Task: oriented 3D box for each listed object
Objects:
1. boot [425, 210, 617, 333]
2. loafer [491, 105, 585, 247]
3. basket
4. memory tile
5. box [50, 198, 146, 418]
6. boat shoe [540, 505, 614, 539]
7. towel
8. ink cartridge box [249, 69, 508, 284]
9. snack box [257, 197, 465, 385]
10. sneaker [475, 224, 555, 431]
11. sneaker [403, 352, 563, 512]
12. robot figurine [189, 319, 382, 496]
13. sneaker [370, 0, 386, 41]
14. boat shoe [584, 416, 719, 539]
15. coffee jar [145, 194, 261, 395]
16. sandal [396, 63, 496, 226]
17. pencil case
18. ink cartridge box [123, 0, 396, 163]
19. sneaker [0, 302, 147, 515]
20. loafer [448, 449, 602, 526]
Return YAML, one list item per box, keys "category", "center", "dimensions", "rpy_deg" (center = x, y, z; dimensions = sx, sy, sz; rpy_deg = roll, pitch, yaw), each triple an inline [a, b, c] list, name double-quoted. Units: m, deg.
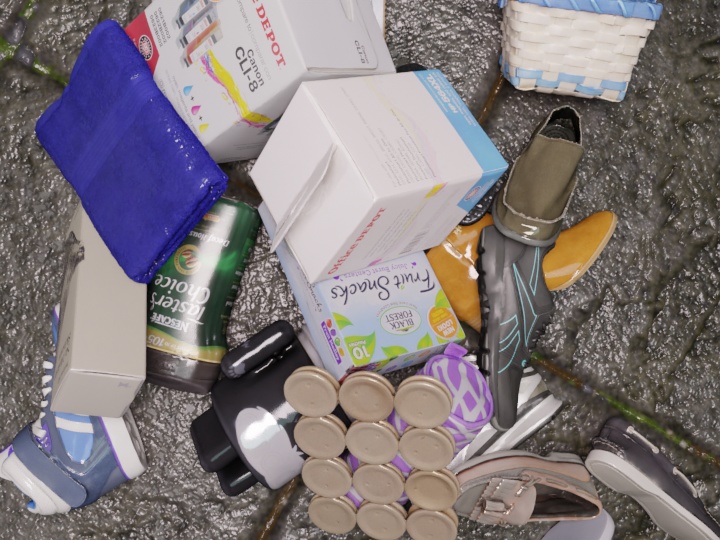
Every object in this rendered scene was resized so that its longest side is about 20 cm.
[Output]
- category: "boot"
  center: [0.163, -0.030, 0.804]
  dimensions: [0.144, 0.071, 0.201]
  rpy_deg: [44, 90, -2]
- category: "loafer"
  center: [0.183, -0.103, 0.760]
  dimensions: [0.074, 0.070, 0.201]
  rpy_deg: [17, 46, 9]
- category: "basket"
  center: [0.222, -0.287, 0.775]
  dimensions: [0.173, 0.140, 0.203]
  rpy_deg: [9, 117, -3]
- category: "memory tile"
  center: [0.014, 0.172, 0.683]
  dimensions: [0.150, 0.017, 0.203]
  rpy_deg: [2, 121, 14]
- category: "box"
  center: [-0.247, 0.030, 0.718]
  dimensions: [0.067, 0.082, 0.203]
  rpy_deg: [13, 47, -29]
- category: "boat shoe"
  center: [0.210, 0.345, 0.796]
  dimensions: [0.066, 0.070, 0.201]
  rpy_deg: [41, 82, -18]
- category: "towel"
  center: [-0.213, -0.108, 0.698]
  dimensions: [0.148, 0.049, 0.201]
  rpy_deg: [-44, 72, 27]
- category: "ink cartridge box"
  center: [0.007, -0.088, 0.680]
  dimensions: [0.198, 0.129, 0.126]
  rpy_deg: [-16, 67, -41]
- category: "snack box"
  center: [0.000, 0.000, 0.741]
  dimensions: [0.140, 0.053, 0.202]
  rpy_deg: [-10, 65, -36]
- category: "sneaker"
  center: [0.154, 0.056, 0.739]
  dimensions: [0.078, 0.075, 0.204]
  rpy_deg: [1, 88, 0]
- category: "sneaker"
  center: [0.106, 0.161, 0.804]
  dimensions: [0.199, 0.076, 0.116]
  rpy_deg: [-37, 73, -1]
- category: "robot figurine"
  center: [-0.072, 0.135, 0.758]
  dimensions: [0.198, 0.150, 0.126]
  rpy_deg: [-34, 75, -6]
- category: "sneaker"
  center: [-0.029, -0.232, 0.801]
  dimensions: [0.110, 0.071, 0.204]
  rpy_deg: [1, 80, -7]
- category: "boat shoe"
  center: [0.327, 0.234, 0.805]
  dimensions: [0.199, 0.074, 0.061]
  rpy_deg: [37, 66, -7]
- category: "coffee jar"
  center: [-0.173, 0.021, 0.774]
  dimensions: [0.102, 0.085, 0.204]
  rpy_deg: [13, 87, -2]
- category: "sandal"
  center: [0.088, -0.134, 0.805]
  dimensions: [0.074, 0.048, 0.203]
  rpy_deg: [-23, 67, 0]
- category: "pencil case"
  center: [0.046, 0.166, 0.733]
  dimensions: [0.083, 0.086, 0.200]
  rpy_deg: [28, 127, -17]
- category: "ink cartridge box"
  center: [-0.097, -0.209, 0.714]
  dimensions: [0.198, 0.144, 0.148]
  rpy_deg: [-24, 87, 37]
- category: "sneaker"
  center: [-0.317, 0.146, 0.761]
  dimensions: [0.144, 0.081, 0.203]
  rpy_deg: [-22, 94, -8]
- category: "loafer"
  center: [0.167, 0.223, 0.752]
  dimensions: [0.197, 0.063, 0.073]
  rpy_deg: [5, 124, -34]
